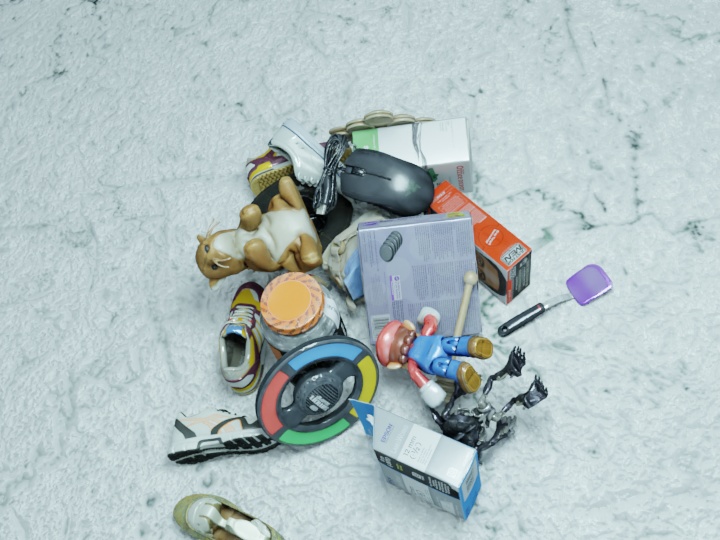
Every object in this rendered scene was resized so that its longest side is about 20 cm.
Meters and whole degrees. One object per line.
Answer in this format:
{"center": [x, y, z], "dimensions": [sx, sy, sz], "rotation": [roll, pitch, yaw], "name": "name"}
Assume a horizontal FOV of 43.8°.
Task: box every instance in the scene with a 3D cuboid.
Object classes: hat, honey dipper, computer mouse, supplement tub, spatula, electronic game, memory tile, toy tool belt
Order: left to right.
{"center": [-0.108, -0.073, 1.565], "dimensions": [0.197, 0.081, 0.203], "rotation": [-1, 56, 1], "name": "hat"}
{"center": [-0.084, 0.095, 1.385], "dimensions": [0.120, 0.201, 0.124], "rotation": [-5, 58, 8], "name": "supplement tub"}
{"center": [-0.062, 0.181, 1.332], "dimensions": [0.198, 0.202, 0.042], "rotation": [-30, 42, -7], "name": "electronic game"}
{"center": [0.000, 0.000, 1.472], "dimensions": [0.200, 0.126, 0.122], "rotation": [-44, 52, -14], "name": "toy tool belt"}
{"center": [0.022, -0.143, 1.446], "dimensions": [0.197, 0.053, 0.141], "rotation": [13, 84, 10], "name": "computer mouse"}
{"center": [0.057, -0.241, 1.551], "dimensions": [0.152, 0.197, 0.017], "rotation": [-17, 75, 51], "name": "memory tile"}
{"center": [0.150, 0.101, 1.373], "dimensions": [0.037, 0.038, 0.204], "rotation": [15, 93, 20], "name": "honey dipper"}
{"center": [0.306, 0.052, 1.434], "dimensions": [0.198, 0.021, 0.057], "rotation": [-27, 59, -4], "name": "spatula"}

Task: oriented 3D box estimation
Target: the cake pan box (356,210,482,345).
{"center": [0.094, 0.016, 1.408], "dimensions": [0.181, 0.204, 0.052], "rotation": [-7, 16, 4], "name": "cake pan box"}

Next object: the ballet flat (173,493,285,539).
{"center": [-0.199, 0.374, 1.322], "dimensions": [0.197, 0.071, 0.071], "rotation": [19, 65, 22], "name": "ballet flat"}

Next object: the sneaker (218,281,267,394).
{"center": [-0.190, 0.095, 1.472], "dimensions": [0.074, 0.091, 0.203], "rotation": [-6, 59, 8], "name": "sneaker"}

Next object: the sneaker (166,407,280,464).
{"center": [-0.208, 0.245, 1.398], "dimensions": [0.196, 0.074, 0.081], "rotation": [-8, 56, 7], "name": "sneaker"}

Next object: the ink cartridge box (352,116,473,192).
{"center": [0.095, -0.187, 1.543], "dimensions": [0.196, 0.146, 0.086], "rotation": [-6, 73, 9], "name": "ink cartridge box"}

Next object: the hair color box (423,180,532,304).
{"center": [0.189, -0.047, 1.470], "dimensions": [0.061, 0.102, 0.200], "rotation": [-38, 58, -17], "name": "hair color box"}

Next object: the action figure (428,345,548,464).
{"center": [0.184, 0.205, 1.322], "dimensions": [0.119, 0.102, 0.200], "rotation": [50, 120, 5], "name": "action figure"}

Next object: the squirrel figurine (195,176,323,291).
{"center": [-0.160, -0.035, 1.399], "dimensions": [0.184, 0.200, 0.144], "rotation": [-22, 82, 2], "name": "squirrel figurine"}

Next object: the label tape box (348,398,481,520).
{"center": [0.070, 0.269, 1.281], "dimensions": [0.197, 0.144, 0.067], "rotation": [19, 64, 21], "name": "label tape box"}

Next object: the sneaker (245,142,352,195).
{"center": [-0.115, -0.207, 1.641], "dimensions": [0.197, 0.076, 0.091], "rotation": [-17, 51, -5], "name": "sneaker"}

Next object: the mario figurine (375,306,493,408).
{"center": [0.109, 0.127, 1.341], "dimensions": [0.198, 0.108, 0.123], "rotation": [10, 32, 45], "name": "mario figurine"}

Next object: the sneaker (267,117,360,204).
{"center": [-0.077, -0.174, 1.547], "dimensions": [0.071, 0.073, 0.200], "rotation": [-45, 74, -6], "name": "sneaker"}
